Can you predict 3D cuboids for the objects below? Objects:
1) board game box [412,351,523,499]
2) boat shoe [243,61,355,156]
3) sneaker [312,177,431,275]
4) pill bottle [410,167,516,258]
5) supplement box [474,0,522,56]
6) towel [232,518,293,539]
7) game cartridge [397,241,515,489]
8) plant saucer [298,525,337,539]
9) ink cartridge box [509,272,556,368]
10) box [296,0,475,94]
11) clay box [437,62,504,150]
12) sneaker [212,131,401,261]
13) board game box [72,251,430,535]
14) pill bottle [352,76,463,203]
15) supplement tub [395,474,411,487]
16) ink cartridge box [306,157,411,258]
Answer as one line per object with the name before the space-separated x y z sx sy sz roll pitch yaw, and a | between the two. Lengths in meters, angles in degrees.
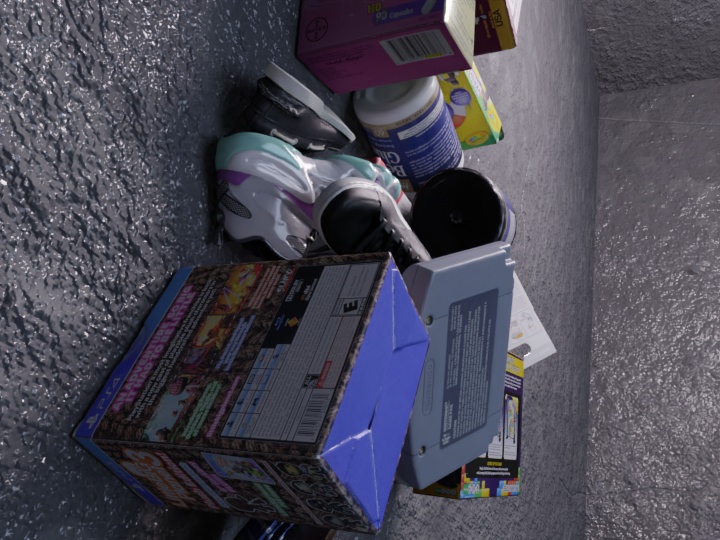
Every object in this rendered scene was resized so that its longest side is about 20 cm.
board game box | 0.128 0.167 0.750 0.199 0.056 0.168 29 62 -56
boat shoe | -0.059 -0.148 0.674 0.061 0.074 0.200 -52 172 8
sneaker | 0.042 -0.004 0.611 0.073 0.112 0.200 -46 144 3
pill bottle | 0.136 -0.059 0.831 0.200 0.110 0.114 1 87 -72
supplement box | 0.099 -0.345 0.851 0.104 0.197 0.132 56 41 -46
towel | -0.054 0.182 0.529 0.200 0.024 0.145 -47 178 -21
game cartridge | 0.078 0.083 0.583 0.132 0.041 0.203 -12 112 -35
plant saucer | -0.007 0.195 0.660 0.201 0.036 0.201 -55 168 -17
ink cartridge box | 0.169 0.053 0.941 0.161 0.057 0.202 -16 78 -38
box | 0.033 -0.323 0.744 0.096 0.174 0.203 28 63 -59
clay box | 0.127 -0.241 0.972 0.200 0.114 0.048 52 45 -40
sneaker | -0.052 -0.042 0.636 0.198 0.077 0.142 7 90 -32
board game box | -0.069 0.082 0.480 0.097 0.197 0.161 62 37 -38
pill bottle | 0.074 -0.167 0.885 0.201 0.110 0.112 58 39 -45
supplement tub | 0.106 0.188 0.908 0.123 0.121 0.202 52 44 -49
ink cartridge box | 0.000 0.000 0.753 0.144 0.083 0.203 46 47 -53
